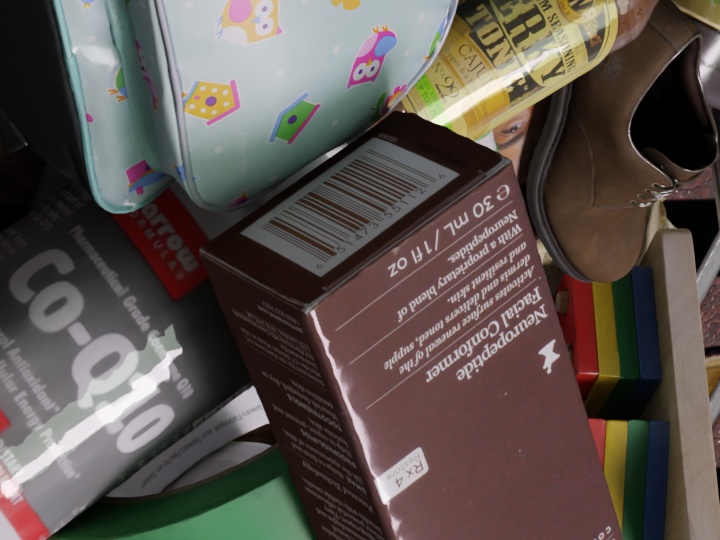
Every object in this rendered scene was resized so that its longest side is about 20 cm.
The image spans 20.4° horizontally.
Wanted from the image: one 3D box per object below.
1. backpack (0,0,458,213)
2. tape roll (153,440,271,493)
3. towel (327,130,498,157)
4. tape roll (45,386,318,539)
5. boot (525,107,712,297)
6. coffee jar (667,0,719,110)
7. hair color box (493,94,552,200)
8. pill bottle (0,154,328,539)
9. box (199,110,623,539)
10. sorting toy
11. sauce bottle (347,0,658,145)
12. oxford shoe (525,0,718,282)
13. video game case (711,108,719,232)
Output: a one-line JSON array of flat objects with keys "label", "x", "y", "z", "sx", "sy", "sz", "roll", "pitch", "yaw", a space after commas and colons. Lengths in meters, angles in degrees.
[{"label": "backpack", "x": -0.045, "y": -0.134, "z": 0.734, "sx": 0.200, "sy": 0.153, "sz": 0.177, "roll": -41, "pitch": 143, "yaw": -29}, {"label": "tape roll", "x": -0.102, "y": 0.162, "z": 0.909, "sx": 0.202, "sy": 0.202, "sz": 0.071, "roll": -35, "pitch": 112, "yaw": -24}, {"label": "towel", "x": 0.000, "y": 0.000, "z": 0.979, "sx": 0.151, "sy": 0.024, "sz": 0.201, "roll": -12, "pitch": 141, "yaw": -3}, {"label": "tape roll", "x": -0.052, "y": 0.078, "z": 0.885, "sx": 0.200, "sy": 0.200, "sz": 0.048, "roll": -35, "pitch": 112, "yaw": -25}, {"label": "boot", "x": 0.158, "y": -0.056, "z": 1.135, "sx": 0.200, "sy": 0.073, "sz": 0.155, "roll": -47, "pitch": 148, "yaw": 6}, {"label": "coffee jar", "x": 0.190, "y": -0.186, "z": 1.005, "sx": 0.085, "sy": 0.104, "sz": 0.201, "roll": 14, "pitch": 106, "yaw": -49}, {"label": "hair color box", "x": 0.073, "y": -0.124, "z": 0.973, "sx": 0.101, "sy": 0.061, "sz": 0.201, "roll": -27, "pitch": 142, "yaw": -36}, {"label": "pill bottle", "x": -0.098, "y": 0.017, "z": 0.831, "sx": 0.200, "sy": 0.114, "sz": 0.114, "roll": -37, "pitch": 146, "yaw": -12}, {"label": "box", "x": 0.025, "y": 0.054, "z": 0.753, "sx": 0.100, "sy": 0.075, "sz": 0.201, "roll": -36, "pitch": 128, "yaw": -22}, {"label": "sorting toy", "x": 0.135, "y": 0.109, "z": 1.117, "sx": 0.069, "sy": 0.200, "sz": 0.200, "roll": 3, "pitch": 152, "yaw": -7}, {"label": "sauce bottle", "x": 0.079, "y": -0.112, "z": 0.877, "sx": 0.199, "sy": 0.065, "sz": 0.065, "roll": -33, "pitch": 146, "yaw": -6}, {"label": "oxford shoe", "x": 0.131, "y": -0.053, "z": 0.985, "sx": 0.073, "sy": 0.084, "sz": 0.201, "roll": -39, "pitch": 149, "yaw": -24}, {"label": "video game case", "x": 0.232, "y": -0.079, "z": 1.067, "sx": 0.023, "sy": 0.201, "sz": 0.182, "roll": 3, "pitch": 155, "yaw": -14}]
